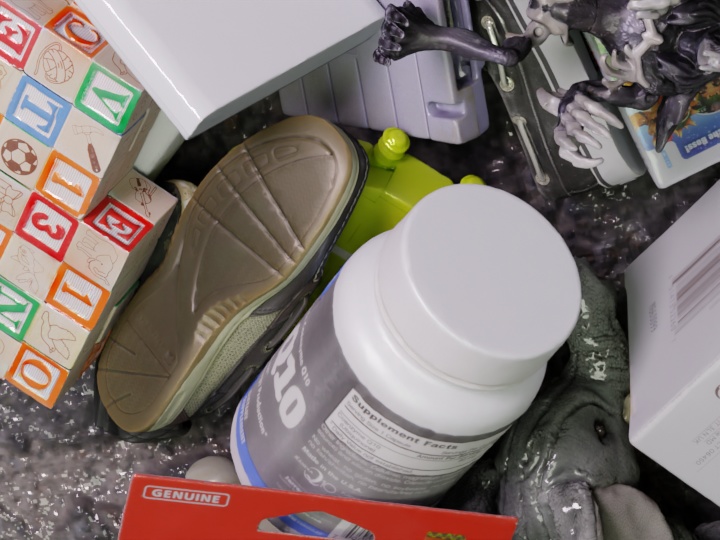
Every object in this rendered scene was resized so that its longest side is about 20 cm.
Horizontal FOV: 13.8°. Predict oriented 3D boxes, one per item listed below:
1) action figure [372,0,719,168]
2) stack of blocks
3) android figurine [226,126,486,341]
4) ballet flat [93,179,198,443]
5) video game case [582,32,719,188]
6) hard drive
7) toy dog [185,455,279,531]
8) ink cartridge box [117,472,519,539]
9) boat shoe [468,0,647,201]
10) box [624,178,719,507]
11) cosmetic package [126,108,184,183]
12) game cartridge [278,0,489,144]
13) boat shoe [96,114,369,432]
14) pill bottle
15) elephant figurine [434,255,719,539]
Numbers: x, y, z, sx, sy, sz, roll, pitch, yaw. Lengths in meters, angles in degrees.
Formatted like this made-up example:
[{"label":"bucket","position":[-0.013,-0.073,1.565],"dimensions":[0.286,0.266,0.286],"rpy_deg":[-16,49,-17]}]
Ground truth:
[{"label":"action figure","position":[0.110,-0.110,1.395],"dimensions":[0.200,0.102,0.119],"rpy_deg":[9,114,-13]},{"label":"stack of blocks","position":[-0.154,-0.042,1.482],"dimensions":[0.115,0.059,0.200],"rpy_deg":[32,126,5]},{"label":"android figurine","position":[0.000,0.000,1.543],"dimensions":[0.182,0.041,0.200],"rpy_deg":[30,139,-2]},{"label":"ballet flat","position":[-0.103,0.020,1.584],"dimensions":[0.057,0.067,0.200],"rpy_deg":[2,142,-14]},{"label":"video game case","position":[0.168,-0.157,1.452],"dimensions":[0.143,0.018,0.200],"rpy_deg":[-26,108,3]},{"label":"hard drive","position":[-0.095,-0.169,1.434],"dimensions":[0.200,0.132,0.027],"rpy_deg":[51,142,9]},{"label":"toy dog","position":[-0.021,0.177,1.613],"dimensions":[0.194,0.140,0.200],"rpy_deg":[30,116,-3]},{"label":"ink cartridge box","position":[-0.032,0.181,1.500],"dimensions":[0.200,0.044,0.174],"rpy_deg":[7,138,-9]},{"label":"boat shoe","position":[0.076,-0.124,1.482],"dimensions":[0.064,0.071,0.200],"rpy_deg":[-18,109,22]},{"label":"box","position":[0.238,0.062,1.471],"dimensions":[0.200,0.152,0.106],"rpy_deg":[36,118,-17]},{"label":"cosmetic package","position":[-0.131,-0.095,1.522],"dimensions":[0.102,0.074,0.200],"rpy_deg":[40,125,-2]},{"label":"game cartridge","position":[-0.004,-0.166,1.471],"dimensions":[0.130,0.038,0.200],"rpy_deg":[16,124,44]},{"label":"boat shoe","position":[-0.056,0.002,1.491],"dimensions":[0.072,0.066,0.201],"rpy_deg":[51,118,26]},{"label":"pill bottle","position":[0.022,0.049,1.464],"dimensions":[0.114,0.114,0.200],"rpy_deg":[33,140,-4]},{"label":"elephant figurine","position":[0.108,0.125,1.537],"dimensions":[0.141,0.155,0.200],"rpy_deg":[-25,126,17]}]
